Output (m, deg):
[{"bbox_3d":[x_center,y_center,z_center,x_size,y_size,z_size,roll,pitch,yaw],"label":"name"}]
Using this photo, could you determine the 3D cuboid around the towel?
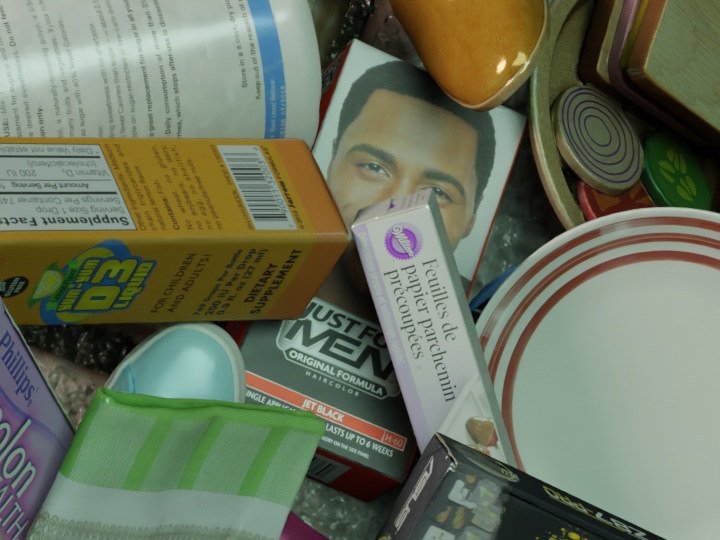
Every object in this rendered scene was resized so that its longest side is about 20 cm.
[{"bbox_3d":[-0.098,0.149,1.262,0.149,0.031,0.200,7,111,-51],"label":"towel"}]

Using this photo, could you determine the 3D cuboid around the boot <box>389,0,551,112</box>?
[{"bbox_3d":[0.011,-0.167,1.382,0.071,0.201,0.144,-43,120,15],"label":"boot"}]

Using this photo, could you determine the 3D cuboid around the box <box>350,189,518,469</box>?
[{"bbox_3d":[0.043,0.064,1.340,0.039,0.041,0.201,-16,102,7],"label":"box"}]

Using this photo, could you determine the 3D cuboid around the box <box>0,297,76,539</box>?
[{"bbox_3d":[-0.234,0.052,1.214,0.200,0.176,0.097,22,67,20],"label":"box"}]

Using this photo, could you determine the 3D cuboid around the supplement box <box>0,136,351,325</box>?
[{"bbox_3d":[-0.107,-0.017,1.280,0.200,0.067,0.069,0,51,-34],"label":"supplement box"}]

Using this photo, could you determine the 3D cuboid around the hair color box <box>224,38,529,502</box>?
[{"bbox_3d":[0.000,0.000,1.403,0.101,0.061,0.200,23,70,-11],"label":"hair color box"}]

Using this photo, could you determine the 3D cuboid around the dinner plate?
[{"bbox_3d":[0.144,0.067,1.368,0.200,0.024,0.201,0,103,2],"label":"dinner plate"}]

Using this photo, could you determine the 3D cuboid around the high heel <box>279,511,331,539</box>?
[{"bbox_3d":[0.022,0.158,1.362,0.096,0.067,0.200,-41,96,-12],"label":"high heel"}]

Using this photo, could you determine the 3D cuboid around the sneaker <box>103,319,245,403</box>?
[{"bbox_3d":[-0.111,0.114,1.297,0.074,0.082,0.200,28,89,-3],"label":"sneaker"}]

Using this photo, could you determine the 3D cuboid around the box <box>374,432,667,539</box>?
[{"bbox_3d":[0.058,0.195,1.319,0.161,0.049,0.200,27,99,-16],"label":"box"}]

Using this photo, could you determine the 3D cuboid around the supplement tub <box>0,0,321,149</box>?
[{"bbox_3d":[-0.131,-0.089,1.345,0.199,0.132,0.132,-12,81,-21],"label":"supplement tub"}]

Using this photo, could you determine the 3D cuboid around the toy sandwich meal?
[{"bbox_3d":[0.167,-0.080,1.444,0.205,0.070,0.206,12,71,-39],"label":"toy sandwich meal"}]

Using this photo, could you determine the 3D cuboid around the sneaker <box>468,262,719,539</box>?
[{"bbox_3d":[0.115,0.089,1.422,0.083,0.071,0.200,-36,100,11],"label":"sneaker"}]
